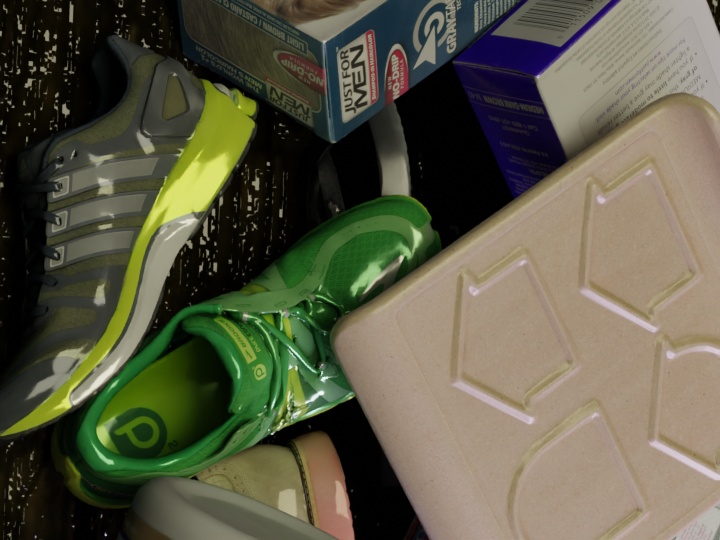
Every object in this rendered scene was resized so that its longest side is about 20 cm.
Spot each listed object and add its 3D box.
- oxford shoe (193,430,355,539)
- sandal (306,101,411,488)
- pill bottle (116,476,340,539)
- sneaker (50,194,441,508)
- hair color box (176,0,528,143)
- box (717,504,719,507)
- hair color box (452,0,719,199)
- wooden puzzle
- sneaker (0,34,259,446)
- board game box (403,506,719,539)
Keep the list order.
[{"bbox_3d":[-0.037,0.177,1.228,0.073,0.071,0.202,-7,88,-13],"label":"oxford shoe"},{"bbox_3d":[0.000,0.000,1.254,0.043,0.076,0.202,-4,88,-8],"label":"sandal"},{"bbox_3d":[-0.076,0.198,1.138,0.115,0.116,0.201,20,94,-32],"label":"pill bottle"},{"bbox_3d":[-0.043,0.039,1.177,0.199,0.084,0.074,-36,89,-11],"label":"sneaker"},{"bbox_3d":[0.019,-0.150,1.247,0.200,0.100,0.061,-38,142,-30],"label":"hair color box"},{"bbox_3d":[0.132,0.072,1.360,0.144,0.036,0.201,-20,100,-34],"label":"box"},{"bbox_3d":[0.131,-0.047,1.277,0.109,0.065,0.201,-42,123,-25],"label":"hair color box"},{"bbox_3d":[0.100,0.043,1.210,0.199,0.046,0.186,-33,115,-12],"label":"wooden puzzle"},{"bbox_3d":[-0.123,-0.013,1.175,0.081,0.074,0.201,35,63,-17],"label":"sneaker"},{"bbox_3d":[0.114,0.169,1.287,0.199,0.064,0.148,29,81,-20],"label":"board game box"}]
